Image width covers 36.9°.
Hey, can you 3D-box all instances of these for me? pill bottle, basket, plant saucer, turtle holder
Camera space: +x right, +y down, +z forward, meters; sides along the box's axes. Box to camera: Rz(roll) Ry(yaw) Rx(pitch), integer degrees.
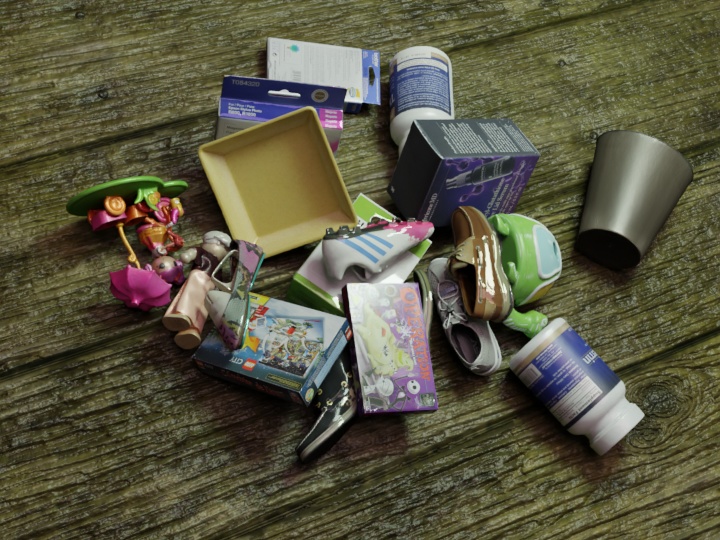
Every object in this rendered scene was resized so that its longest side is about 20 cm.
[{"bbox_3d":[0.336,0.181,1.673,0.116,0.116,0.200,-37,78,-27],"label":"pill bottle"},{"bbox_3d":[0.105,-0.273,1.846,0.111,0.111,0.201,6,62,-11],"label":"pill bottle"},{"bbox_3d":[0.457,-0.114,1.847,0.180,0.136,0.200,26,64,2],"label":"basket"},{"bbox_3d":[-0.124,-0.135,1.675,0.199,0.048,0.201,-18,105,12],"label":"plant saucer"},{"bbox_3d":[0.259,-0.002,1.733,0.131,0.141,0.186,2,48,-30],"label":"turtle holder"}]

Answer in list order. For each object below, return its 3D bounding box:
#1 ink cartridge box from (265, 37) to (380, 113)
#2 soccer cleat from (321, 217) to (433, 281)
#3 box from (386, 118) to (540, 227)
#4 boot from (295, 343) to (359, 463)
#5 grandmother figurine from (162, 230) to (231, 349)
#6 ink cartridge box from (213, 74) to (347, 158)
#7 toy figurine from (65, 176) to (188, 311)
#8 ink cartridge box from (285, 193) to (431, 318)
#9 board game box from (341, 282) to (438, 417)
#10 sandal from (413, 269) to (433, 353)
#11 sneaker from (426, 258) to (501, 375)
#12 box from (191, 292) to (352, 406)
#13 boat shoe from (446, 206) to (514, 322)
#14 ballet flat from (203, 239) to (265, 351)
[{"bbox_3d":[-0.066,-0.337,1.877,0.199,0.042,0.120,3,63,-10],"label":"ink cartridge box"},{"bbox_3d":[0.026,-0.032,1.654,0.199,0.070,0.087,-10,101,-32],"label":"soccer cleat"},{"bbox_3d":[0.165,-0.159,1.753,0.199,0.148,0.104,-7,46,-29],"label":"box"},{"bbox_3d":[-0.067,0.172,1.606,0.154,0.074,0.204,38,61,11],"label":"boot"},{"bbox_3d":[-0.241,0.014,1.628,0.060,0.122,0.200,1,45,17],"label":"grandmother figurine"},{"bbox_3d":[-0.132,-0.211,1.705,0.196,0.200,0.043,4,51,-11],"label":"ink cartridge box"},{"bbox_3d":[-0.324,-0.032,1.630,0.200,0.150,0.185,-10,79,-45],"label":"toy figurine"},{"bbox_3d":[0.000,0.000,1.704,0.148,0.076,0.200,34,59,5],"label":"ink cartridge box"},{"bbox_3d":[0.043,0.115,1.602,0.120,0.032,0.201,1,67,-25],"label":"board game box"},{"bbox_3d":[0.083,0.087,1.682,0.057,0.080,0.202,4,63,3],"label":"sandal"},{"bbox_3d":[0.159,0.068,1.686,0.075,0.082,0.200,-32,75,19],"label":"sneaker"},{"bbox_3d":[-0.129,0.110,1.579,0.199,0.038,0.137,14,56,31],"label":"box"},{"bbox_3d":[0.174,-0.012,1.671,0.074,0.076,0.201,-1,57,-26],"label":"boat shoe"},{"bbox_3d":[-0.191,0.032,1.593,0.071,0.069,0.200,22,46,-14],"label":"ballet flat"}]
